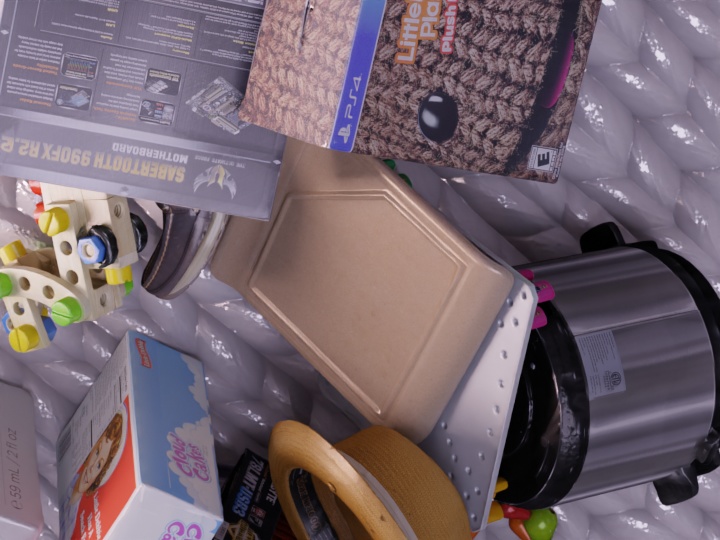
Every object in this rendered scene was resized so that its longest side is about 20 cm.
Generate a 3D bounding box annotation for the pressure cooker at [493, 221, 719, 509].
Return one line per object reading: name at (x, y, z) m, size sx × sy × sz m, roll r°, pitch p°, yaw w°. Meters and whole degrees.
pressure cooker at (0.174, 0.074, 1.614) m, size 0.200 × 0.179 × 0.176 m, roll -11°, pitch 122°, yaw -30°

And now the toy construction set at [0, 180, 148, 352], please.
toy construction set at (-0.216, -0.042, 1.529) m, size 0.131 × 0.092 × 0.200 m, roll -1°, pitch 121°, yaw 33°

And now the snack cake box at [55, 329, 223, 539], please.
snack cake box at (-0.157, 0.146, 1.586) m, size 0.067 × 0.200 × 0.115 m, roll 26°, pitch 113°, yaw -22°

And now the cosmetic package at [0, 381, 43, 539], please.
cosmetic package at (-0.348, 0.161, 1.576) m, size 0.200 × 0.167 × 0.166 m, roll 22°, pitch 115°, yaw -23°

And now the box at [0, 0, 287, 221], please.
box at (-0.140, -0.126, 1.446) m, size 0.200 × 0.048 × 0.159 m, roll 9°, pitch 99°, yaw -17°

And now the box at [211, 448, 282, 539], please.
box at (-0.128, 0.252, 1.622) m, size 0.050 × 0.199 × 0.200 m, roll 32°, pitch 111°, yaw -3°

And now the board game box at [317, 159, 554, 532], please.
board game box at (0.049, 0.048, 1.580) m, size 0.026 × 0.200 × 0.200 m, roll -12°, pitch 126°, yaw -34°

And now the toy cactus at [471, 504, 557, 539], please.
toy cactus at (0.131, 0.268, 1.795) m, size 0.165 × 0.102 × 0.200 m, roll 11°, pitch 110°, yaw -29°

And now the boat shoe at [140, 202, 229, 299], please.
boat shoe at (-0.116, -0.077, 1.545) m, size 0.073 × 0.075 × 0.200 m, roll 20°, pitch 106°, yaw -11°

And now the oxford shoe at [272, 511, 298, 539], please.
oxford shoe at (-0.007, 0.190, 1.685) m, size 0.200 × 0.071 × 0.073 m, roll -43°, pitch 114°, yaw -11°

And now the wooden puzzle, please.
wooden puzzle at (0.000, 0.000, 1.548) m, size 0.200 × 0.037 × 0.185 m, roll 40°, pitch 134°, yaw 15°

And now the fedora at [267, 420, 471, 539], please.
fedora at (0.019, 0.173, 1.560) m, size 0.082 × 0.201 × 0.201 m, roll -35°, pitch 126°, yaw -22°

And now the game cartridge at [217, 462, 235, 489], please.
game cartridge at (-0.071, 0.214, 1.747) m, size 0.200 × 0.038 × 0.130 m, roll 13°, pitch 122°, yaw -18°

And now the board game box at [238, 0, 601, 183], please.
board game box at (0.043, -0.152, 1.443) m, size 0.200 × 0.097 × 0.160 m, roll 6°, pitch 101°, yaw -40°
